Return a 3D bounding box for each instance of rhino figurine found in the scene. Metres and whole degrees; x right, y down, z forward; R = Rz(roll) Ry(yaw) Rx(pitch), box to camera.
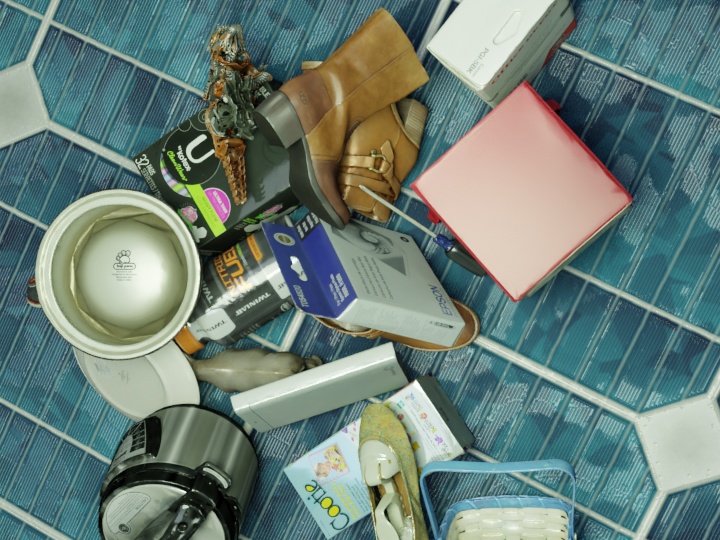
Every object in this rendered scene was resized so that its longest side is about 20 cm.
[{"bbox_3d":[-0.155,0.127,1.485,0.200,0.087,0.060,1,87,21],"label":"rhino figurine"}]

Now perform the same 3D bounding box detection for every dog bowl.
[{"bbox_3d":[-0.277,0.005,1.388,0.200,0.074,0.200,0,90,7],"label":"dog bowl"}]

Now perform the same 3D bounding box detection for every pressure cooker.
[{"bbox_3d":[-0.221,0.279,1.422,0.178,0.200,0.176,1,120,8],"label":"pressure cooker"}]

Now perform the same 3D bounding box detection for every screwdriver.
[{"bbox_3d":[0.077,-0.047,1.406,0.200,0.029,0.028,30,123,-26],"label":"screwdriver"}]

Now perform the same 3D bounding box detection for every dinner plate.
[{"bbox_3d":[-0.294,0.130,1.496,0.200,0.024,0.200,18,130,23],"label":"dinner plate"}]

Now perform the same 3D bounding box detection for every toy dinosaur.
[{"bbox_3d":[-0.136,-0.185,1.360,0.136,0.102,0.200,0,112,54],"label":"toy dinosaur"}]

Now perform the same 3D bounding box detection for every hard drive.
[{"bbox_3d":[-0.045,0.145,1.419,0.200,0.132,0.027,-19,69,3],"label":"hard drive"}]

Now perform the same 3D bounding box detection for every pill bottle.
[{"bbox_3d":[-0.148,0.025,1.461,0.200,0.106,0.106,-32,82,3],"label":"pill bottle"}]

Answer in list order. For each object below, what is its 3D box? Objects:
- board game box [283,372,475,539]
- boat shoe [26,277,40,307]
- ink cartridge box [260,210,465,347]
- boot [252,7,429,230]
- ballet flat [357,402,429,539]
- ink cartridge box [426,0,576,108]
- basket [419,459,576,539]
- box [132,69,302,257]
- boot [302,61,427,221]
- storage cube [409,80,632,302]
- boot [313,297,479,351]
[{"bbox_3d":[0.025,0.225,1.432,0.200,0.103,0.105,-35,83,11],"label":"board game box"},{"bbox_3d":[-0.379,0.010,1.513,0.200,0.071,0.063,-1,111,51],"label":"boat shoe"},{"bbox_3d":[0.000,0.000,1.353,0.200,0.200,0.041,13,118,-28],"label":"ink cartridge box"},{"bbox_3d":[-0.005,-0.168,1.331,0.200,0.068,0.188,-40,116,-17],"label":"boot"},{"bbox_3d":[0.032,0.253,1.340,0.071,0.071,0.200,-14,89,14],"label":"ballet flat"},{"bbox_3d":[0.167,-0.272,1.349,0.083,0.200,0.147,41,98,11],"label":"ink cartridge box"},{"bbox_3d":[0.165,0.305,1.367,0.176,0.139,0.200,-1,122,13],"label":"basket"},{"bbox_3d":[-0.151,-0.129,1.466,0.200,0.124,0.149,-32,82,11],"label":"box"},{"bbox_3d":[-0.007,-0.153,1.394,0.074,0.200,0.155,15,85,52],"label":"boot"},{"bbox_3d":[0.191,-0.085,1.359,0.200,0.171,0.180,-43,82,10],"label":"storage cube"},{"bbox_3d":[0.036,0.059,1.403,0.200,0.155,0.074,9,92,14],"label":"boot"}]
